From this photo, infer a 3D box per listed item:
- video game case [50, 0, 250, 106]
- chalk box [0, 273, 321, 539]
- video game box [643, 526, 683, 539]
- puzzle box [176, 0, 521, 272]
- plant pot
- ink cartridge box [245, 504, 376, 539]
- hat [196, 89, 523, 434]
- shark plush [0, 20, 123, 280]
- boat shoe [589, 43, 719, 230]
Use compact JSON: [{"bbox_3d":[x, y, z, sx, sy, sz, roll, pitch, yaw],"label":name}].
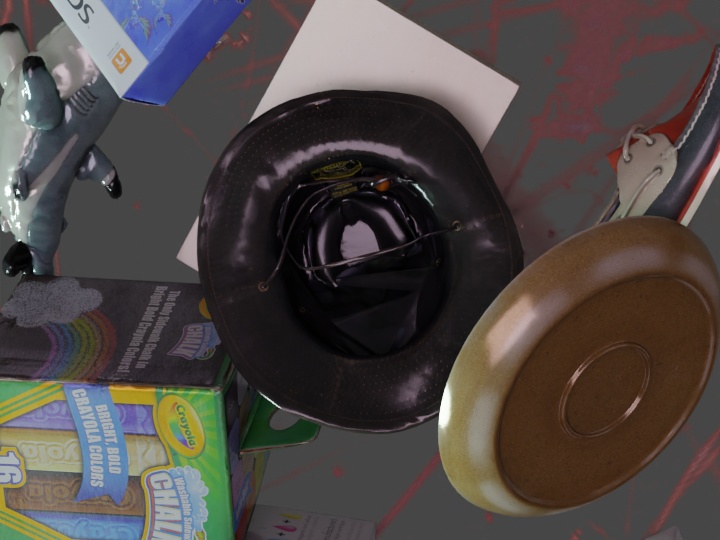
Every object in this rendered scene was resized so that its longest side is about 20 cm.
[{"bbox_3d":[-0.112,-0.228,1.196,0.200,0.045,0.182,-48,65,22],"label":"video game case"},{"bbox_3d":[-0.118,0.088,1.248,0.198,0.125,0.125,4,119,9],"label":"chalk box"},{"bbox_3d":[0.144,0.280,1.296,0.199,0.047,0.183,-26,98,12],"label":"video game box"},{"bbox_3d":[-0.009,-0.060,1.270,0.132,0.025,0.201,31,103,2],"label":"puzzle box"},{"bbox_3d":[0.134,0.063,1.199,0.027,0.199,0.201,43,107,43],"label":"plant pot"},{"bbox_3d":[-0.098,0.191,1.277,0.198,0.115,0.068,7,110,7],"label":"ink cartridge box"},{"bbox_3d":[0.000,0.000,1.220,0.198,0.081,0.203,-1,77,3],"label":"hat"},{"bbox_3d":[-0.178,-0.060,1.278,0.083,0.091,0.202,4,97,-23],"label":"shark plush"},{"bbox_3d":[0.167,-0.046,1.226,0.062,0.071,0.201,28,107,6],"label":"boat shoe"}]
